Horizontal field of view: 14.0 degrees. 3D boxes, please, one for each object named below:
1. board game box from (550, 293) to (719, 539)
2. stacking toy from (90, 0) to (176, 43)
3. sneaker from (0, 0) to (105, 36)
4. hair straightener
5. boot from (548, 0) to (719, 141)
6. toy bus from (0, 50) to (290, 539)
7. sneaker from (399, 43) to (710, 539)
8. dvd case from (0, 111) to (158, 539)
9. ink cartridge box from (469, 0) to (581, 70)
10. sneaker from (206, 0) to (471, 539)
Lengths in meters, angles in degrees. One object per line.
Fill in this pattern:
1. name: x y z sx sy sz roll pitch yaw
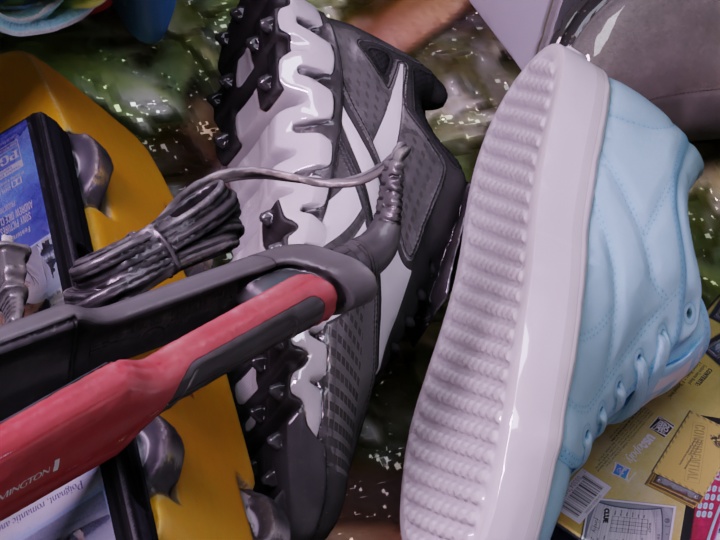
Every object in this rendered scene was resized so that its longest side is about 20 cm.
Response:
1. board game box: 0.156 0.063 0.934 0.135 0.035 0.200 33 49 17
2. stacking toy: -0.169 -0.113 0.987 0.199 0.116 0.110 -24 56 -15
3. sneaker: -0.140 -0.080 0.879 0.079 0.201 0.130 13 18 -46
4. hair straightener: -0.068 0.006 0.784 0.199 0.041 0.077 -31 58 -29
5. boot: 0.171 -0.068 1.011 0.199 0.068 0.131 -17 34 -29
6. toy bus: -0.084 0.027 0.871 0.078 0.065 0.201 -31 49 16
7. sneaker: 0.070 0.022 0.884 0.082 0.074 0.201 26 54 -15
8. dvd case: -0.126 0.062 0.818 0.142 0.018 0.201 -29 49 14
9. ink cartridge box: 0.120 -0.187 1.080 0.199 0.145 0.146 -16 53 -27
10. sneaker: 0.000 0.000 0.931 0.090 0.067 0.201 15 53 -22
